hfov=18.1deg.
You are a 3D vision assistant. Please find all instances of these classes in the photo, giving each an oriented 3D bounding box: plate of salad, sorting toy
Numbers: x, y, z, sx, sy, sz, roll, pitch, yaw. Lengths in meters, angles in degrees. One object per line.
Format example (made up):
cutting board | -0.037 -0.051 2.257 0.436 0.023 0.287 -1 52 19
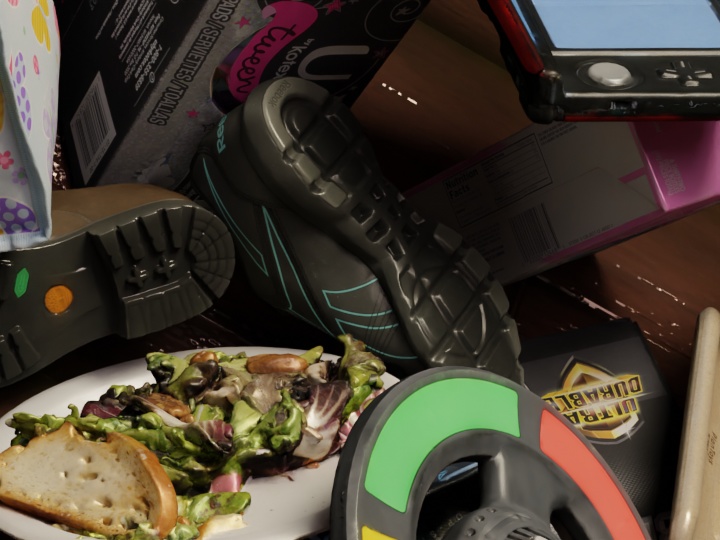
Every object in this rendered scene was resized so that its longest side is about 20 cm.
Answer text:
plate of salad | -0.070 0.066 0.967 0.199 0.048 0.200 -5 21 2
sorting toy | 0.211 0.139 1.085 0.200 0.036 0.185 47 31 -17

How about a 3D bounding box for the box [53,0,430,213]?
box | -0.063 -0.130 1.078 0.114 0.200 0.133 -1 60 -29

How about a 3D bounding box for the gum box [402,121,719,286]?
gum box | 0.119 -0.046 1.123 0.113 0.200 0.066 -18 86 -34

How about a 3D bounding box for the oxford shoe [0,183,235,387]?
oxford shoe | -0.164 0.005 1.030 0.199 0.073 0.084 -11 23 -19

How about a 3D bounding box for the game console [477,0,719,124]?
game console | 0.094 -0.160 1.021 0.172 0.119 0.200 -1 31 -8

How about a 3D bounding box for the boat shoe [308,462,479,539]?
boat shoe | -0.001 0.130 0.965 0.084 0.069 0.200 43 54 9

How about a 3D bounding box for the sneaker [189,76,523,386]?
sneaker | 0.000 0.000 1.055 0.200 0.079 0.075 52 41 -11

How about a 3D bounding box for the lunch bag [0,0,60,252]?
lunch bag | -0.201 -0.127 0.970 0.127 0.201 0.170 -7 35 -2

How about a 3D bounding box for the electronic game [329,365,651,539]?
electronic game | 0.063 0.133 0.904 0.200 0.042 0.201 28 47 -35

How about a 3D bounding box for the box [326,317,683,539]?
box | 0.088 0.132 1.079 0.199 0.050 0.199 -10 63 -31
